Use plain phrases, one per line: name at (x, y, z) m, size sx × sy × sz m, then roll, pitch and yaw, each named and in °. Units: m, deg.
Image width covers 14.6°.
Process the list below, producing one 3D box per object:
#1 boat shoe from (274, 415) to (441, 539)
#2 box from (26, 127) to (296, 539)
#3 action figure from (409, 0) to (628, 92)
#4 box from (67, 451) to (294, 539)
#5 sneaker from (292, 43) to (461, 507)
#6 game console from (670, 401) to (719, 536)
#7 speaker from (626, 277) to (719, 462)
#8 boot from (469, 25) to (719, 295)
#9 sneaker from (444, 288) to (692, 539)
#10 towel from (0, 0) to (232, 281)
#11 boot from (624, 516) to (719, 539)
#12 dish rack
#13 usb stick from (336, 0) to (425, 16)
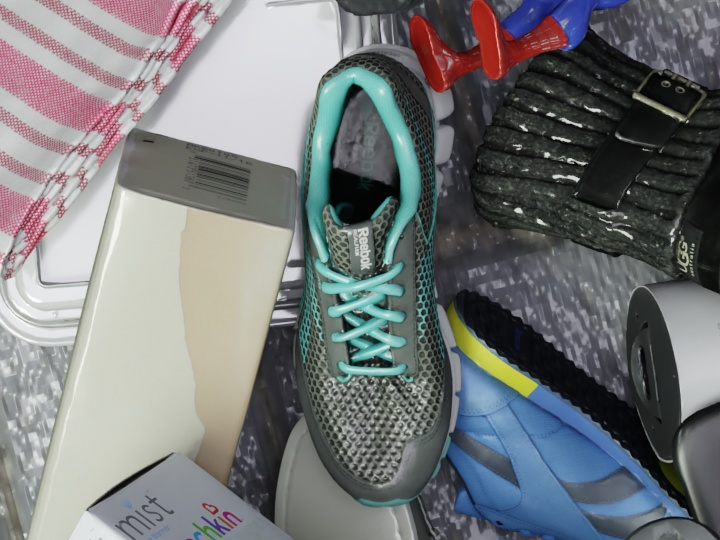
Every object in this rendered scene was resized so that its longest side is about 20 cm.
boat shoe at (0.014, 0.157, 1.259) m, size 0.072 × 0.060 × 0.203 m, roll -14°, pitch 89°, yaw 31°
box at (-0.089, 0.052, 1.209) m, size 0.077 × 0.095 × 0.201 m, roll 14°, pitch 109°, yaw -6°
action figure at (0.105, -0.153, 1.233) m, size 0.199 × 0.065 × 0.100 m, roll -22°, pitch 100°, yaw -38°
box at (-0.070, 0.208, 1.134) m, size 0.176 × 0.097 × 0.201 m, roll 36°, pitch 111°, yaw 9°
sneaker at (0.000, 0.000, 1.193) m, size 0.077 × 0.091 × 0.202 m, roll -4°, pitch 86°, yaw 10°
game console at (0.247, 0.117, 1.245) m, size 0.199 × 0.176 × 0.117 m, roll -20°, pitch 61°, yaw -5°
speaker at (0.221, 0.031, 1.252) m, size 0.198 × 0.081 × 0.082 m, roll -8°, pitch 90°, yaw -10°
boot at (0.164, -0.067, 1.259) m, size 0.157 × 0.211 × 0.080 m, roll 22°, pitch 130°, yaw 33°
sneaker at (0.095, 0.096, 1.269) m, size 0.200 × 0.066 × 0.079 m, roll 37°, pitch 109°, yaw -6°
towel at (-0.146, -0.107, 1.220) m, size 0.146 × 0.030 × 0.200 m, roll 30°, pitch 78°, yaw 32°
boot at (0.139, 0.182, 1.198) m, size 0.065 × 0.200 × 0.166 m, roll -8°, pitch 88°, yaw 6°
dish rack at (-0.077, -0.056, 1.264) m, size 0.198 × 0.044 × 0.173 m, roll -5°, pitch 91°, yaw -3°
usb stick at (0.059, -0.174, 1.225) m, size 0.200 × 0.055 × 0.033 m, roll -46°, pitch 126°, yaw -34°
